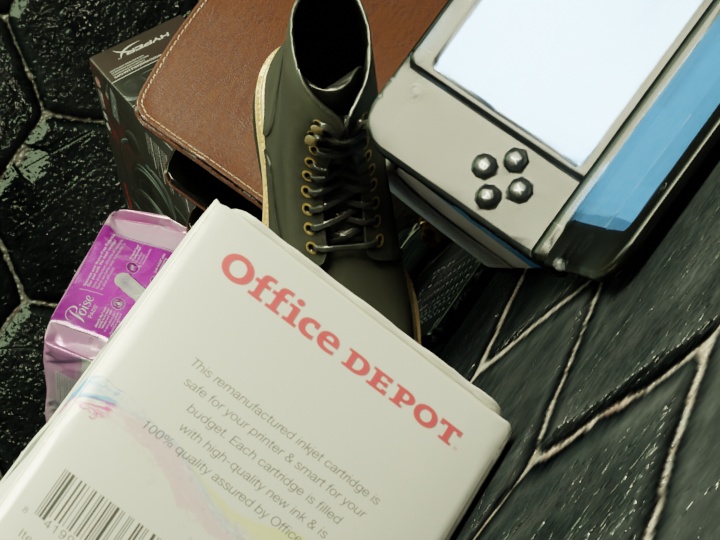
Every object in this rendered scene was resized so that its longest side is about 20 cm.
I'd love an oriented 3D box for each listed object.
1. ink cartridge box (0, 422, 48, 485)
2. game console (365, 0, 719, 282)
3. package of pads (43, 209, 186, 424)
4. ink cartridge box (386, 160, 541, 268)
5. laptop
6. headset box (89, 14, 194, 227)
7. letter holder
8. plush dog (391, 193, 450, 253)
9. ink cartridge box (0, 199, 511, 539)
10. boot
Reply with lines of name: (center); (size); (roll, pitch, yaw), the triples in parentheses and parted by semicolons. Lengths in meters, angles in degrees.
ink cartridge box: (-0.149, 0.194, 1.156); (0.200, 0.146, 0.086); (-56, 4, -28)
game console: (0.106, -0.106, 1.014); (0.200, 0.176, 0.116); (-53, -24, -3)
package of pads: (-0.150, 0.068, 1.588); (0.201, 0.075, 0.121); (96, -165, -53)
ink cartridge box: (0.087, -0.082, 1.193); (0.146, 0.084, 0.200); (-55, 5, -3)
laptop: (0.000, 0.000, 1.368); (0.200, 0.103, 0.177); (-55, 5, -15)
headset box: (-0.088, -0.048, 1.600); (0.077, 0.200, 0.149); (-27, -44, -17)
letter holder: (-0.037, -0.107, 1.449); (0.200, 0.142, 0.101); (-53, -3, -26)
plush dog: (0.024, -0.096, 1.616); (0.160, 0.201, 0.172); (-27, 2, -22)
ink cartridge box: (-0.058, 0.100, 0.911); (0.200, 0.147, 0.086); (-55, 6, -31)
boot: (-0.012, -0.029, 1.164); (0.077, 0.201, 0.138); (-14, -13, -10)
